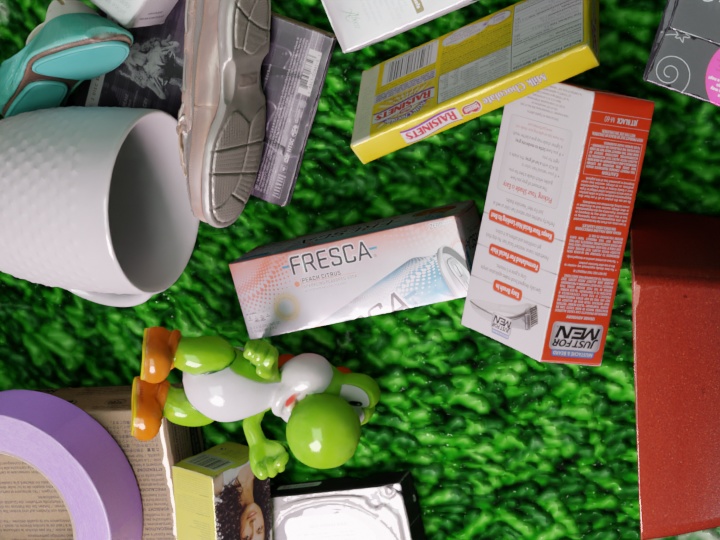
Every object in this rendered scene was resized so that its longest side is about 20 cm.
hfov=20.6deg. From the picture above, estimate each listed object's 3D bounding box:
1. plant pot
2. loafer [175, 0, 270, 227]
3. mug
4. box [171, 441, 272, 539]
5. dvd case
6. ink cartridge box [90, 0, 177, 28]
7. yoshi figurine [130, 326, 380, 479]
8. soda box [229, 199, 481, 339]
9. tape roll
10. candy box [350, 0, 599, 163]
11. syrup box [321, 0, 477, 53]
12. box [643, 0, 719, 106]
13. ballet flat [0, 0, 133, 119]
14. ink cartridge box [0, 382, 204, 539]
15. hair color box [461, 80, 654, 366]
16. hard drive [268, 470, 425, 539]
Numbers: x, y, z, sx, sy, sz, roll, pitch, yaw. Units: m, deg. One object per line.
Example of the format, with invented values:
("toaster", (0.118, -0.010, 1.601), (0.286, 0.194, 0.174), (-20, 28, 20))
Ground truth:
("plant pot", (0.287, 0.068, 1.444), (0.176, 0.200, 0.200), (-2, 104, 8))
("loafer", (-0.115, -0.137, 1.574), (0.063, 0.072, 0.200), (15, 103, 32))
("mug", (-0.232, -0.042, 1.613), (0.175, 0.148, 0.200), (4, 141, 25))
("box", (-0.112, 0.249, 1.650), (0.050, 0.075, 0.200), (11, 111, 37))
("dvd case", (-0.130, -0.154, 1.613), (0.200, 0.016, 0.149), (21, 110, 12))
("ink cartridge box", (-0.168, -0.311, 1.537), (0.145, 0.084, 0.200), (39, 107, 6))
("yoshi figurine", (-0.080, 0.108, 1.585), (0.200, 0.112, 0.112), (7, 78, -11))
("soda box", (0.000, 0.000, 1.585), (0.200, 0.064, 0.069), (-12, 100, 22))
("tape roll", (-0.285, 0.204, 1.653), (0.200, 0.066, 0.201), (5, 106, 17))
("candy box", (0.087, -0.152, 1.496), (0.200, 0.102, 0.026), (-21, 126, 23))
("syrup box", (0.071, -0.239, 1.488), (0.200, 0.079, 0.082), (-20, 97, 22))
("box", (0.321, -0.171, 1.404), (0.200, 0.115, 0.132), (20, 108, 11))
("ballet flat", (-0.242, -0.177, 1.581), (0.200, 0.067, 0.071), (-28, 63, 55))
("ink cartridge box", (-0.232, 0.186, 1.706), (0.200, 0.075, 0.165), (-3, 105, 19))
("hair color box", (0.146, -0.040, 1.480), (0.111, 0.064, 0.200), (25, 106, 58))
("hard drive", (-0.005, 0.274, 1.674), (0.139, 0.038, 0.200), (-7, 102, 21))
